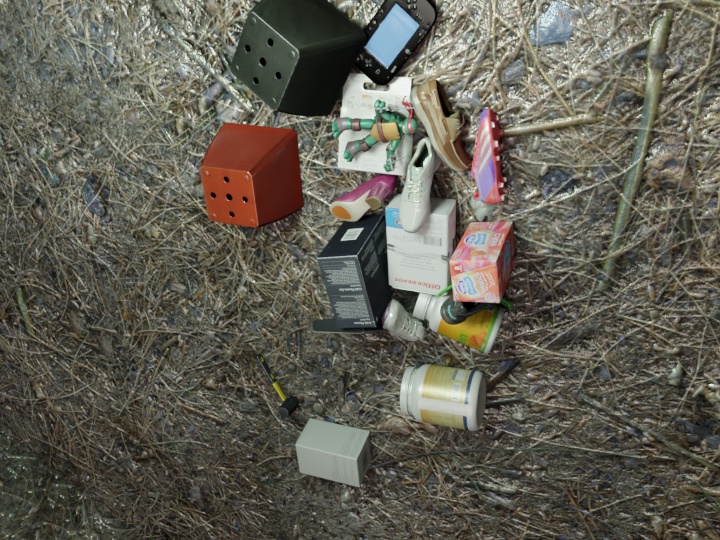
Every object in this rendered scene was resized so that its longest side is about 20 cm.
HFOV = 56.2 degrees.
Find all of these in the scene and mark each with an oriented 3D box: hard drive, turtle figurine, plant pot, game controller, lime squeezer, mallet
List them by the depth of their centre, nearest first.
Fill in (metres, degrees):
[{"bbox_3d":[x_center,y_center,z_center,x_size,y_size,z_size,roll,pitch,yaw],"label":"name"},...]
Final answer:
[{"bbox_3d":[0.064,-0.463,1.329,0.104,0.042,0.200,45,128,1],"label":"game controller"},{"bbox_3d":[-0.140,-0.427,1.340,0.199,0.177,0.201,41,130,9],"label":"plant pot"},{"bbox_3d":[0.045,-0.280,1.374,0.196,0.101,0.153,-2,118,32],"label":"turtle figurine"},{"bbox_3d":[0.251,0.043,1.537,0.196,0.072,0.038,8,160,-23],"label":"lime squeezer"},{"bbox_3d":[-0.263,-0.207,1.560,0.195,0.177,0.204,10,124,19],"label":"plant pot"},{"bbox_3d":[-0.012,0.135,1.660,0.136,0.199,0.034,-2,87,25],"label":"hard drive"},{"bbox_3d":[-0.254,0.340,1.974,0.041,0.066,0.202,-23,109,35],"label":"mallet"}]

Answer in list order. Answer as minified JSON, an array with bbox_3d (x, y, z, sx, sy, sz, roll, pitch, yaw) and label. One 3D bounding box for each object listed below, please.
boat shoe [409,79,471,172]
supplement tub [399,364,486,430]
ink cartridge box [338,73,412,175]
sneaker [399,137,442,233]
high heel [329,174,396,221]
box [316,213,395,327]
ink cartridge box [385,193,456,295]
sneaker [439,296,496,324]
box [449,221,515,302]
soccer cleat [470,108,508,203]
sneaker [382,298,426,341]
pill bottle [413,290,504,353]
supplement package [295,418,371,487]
[{"bbox_3d":[0.175,-0.293,1.370,0.071,0.076,0.202,-24,110,32],"label":"boat shoe"},{"bbox_3d":[0.209,0.316,1.696,0.195,0.145,0.147,5,123,22],"label":"supplement tub"},{"bbox_3d":[0.035,-0.314,1.451,0.157,0.050,0.205,10,106,19],"label":"ink cartridge box"},{"bbox_3d":[0.117,-0.181,1.409,0.069,0.080,0.205,14,94,21],"label":"sneaker"},{"bbox_3d":[0.005,-0.175,1.552,0.067,0.097,0.199,44,150,-18],"label":"high heel"},{"bbox_3d":[0.000,0.000,1.555,0.102,0.201,0.186,-3,119,24],"label":"box"},{"bbox_3d":[0.138,-0.059,1.526,0.143,0.086,0.204,9,125,20],"label":"ink cartridge box"},{"bbox_3d":[0.264,0.055,1.473,0.076,0.198,0.079,55,151,5],"label":"sneaker"},{"bbox_3d":[0.260,-0.022,1.419,0.100,0.200,0.097,1,117,24],"label":"box"},{"bbox_3d":[0.255,-0.229,1.381,0.075,0.067,0.204,1,124,26],"label":"soccer cleat"},{"bbox_3d":[0.110,0.122,1.614,0.098,0.076,0.200,18,172,19],"label":"sneaker"},{"bbox_3d":[0.227,0.105,1.574,0.196,0.111,0.113,22,127,10],"label":"pill bottle"},{"bbox_3d":[-0.077,0.534,1.983,0.195,0.118,0.119,8,125,19],"label":"supplement package"}]
